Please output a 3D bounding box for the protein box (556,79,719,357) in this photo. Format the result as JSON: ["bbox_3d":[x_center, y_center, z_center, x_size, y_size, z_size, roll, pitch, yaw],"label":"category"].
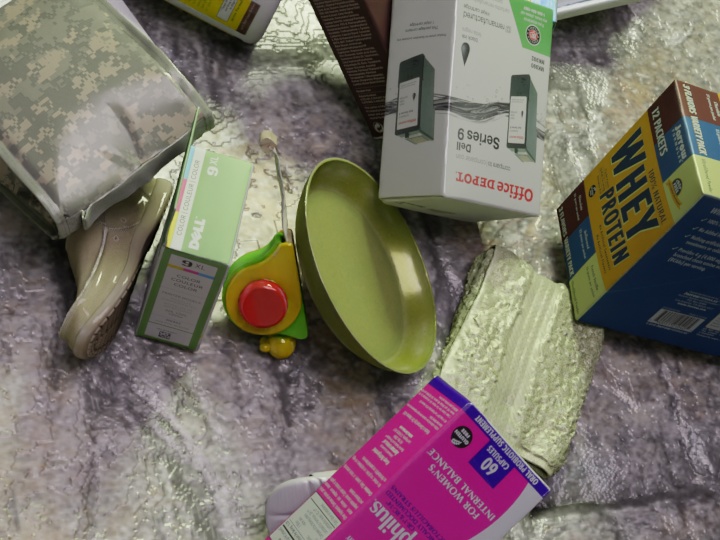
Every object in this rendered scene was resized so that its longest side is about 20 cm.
[{"bbox_3d":[0.322,-0.040,1.607,0.198,0.200,0.135,14,49,-24],"label":"protein box"}]

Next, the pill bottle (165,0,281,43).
[{"bbox_3d":[-0.161,-0.301,1.622,0.200,0.109,0.109,27,54,-8],"label":"pill bottle"}]

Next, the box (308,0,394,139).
[{"bbox_3d":[0.024,-0.234,1.628,0.100,0.075,0.200,-46,120,-36],"label":"box"}]

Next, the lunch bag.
[{"bbox_3d":[-0.238,-0.129,1.443,0.164,0.118,0.200,-38,65,-17],"label":"lunch bag"}]

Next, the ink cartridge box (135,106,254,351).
[{"bbox_3d":[-0.131,-0.030,1.417,0.059,0.200,0.104,15,56,-7],"label":"ink cartridge box"}]

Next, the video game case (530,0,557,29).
[{"bbox_3d":[0.104,-0.337,1.752,0.199,0.045,0.182,8,73,-5],"label":"video game case"}]

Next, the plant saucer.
[{"bbox_3d":[0.000,0.000,1.515,0.200,0.031,0.200,43,34,-39],"label":"plant saucer"}]

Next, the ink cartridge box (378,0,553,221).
[{"bbox_3d":[0.098,-0.152,1.594,0.146,0.084,0.201,8,84,-46],"label":"ink cartridge box"}]

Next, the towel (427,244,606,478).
[{"bbox_3d":[0.145,0.080,1.580,0.148,0.036,0.200,29,54,-7],"label":"towel"}]

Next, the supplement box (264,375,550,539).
[{"bbox_3d":[0.032,0.193,1.355,0.200,0.103,0.101,-44,106,-3],"label":"supplement box"}]

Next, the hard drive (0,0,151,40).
[{"bbox_3d":[-0.264,-0.212,1.574,0.132,0.026,0.200,-28,76,-34],"label":"hard drive"}]

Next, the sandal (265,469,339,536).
[{"bbox_3d":[0.020,0.200,1.436,0.206,0.059,0.079,-1,97,-14],"label":"sandal"}]

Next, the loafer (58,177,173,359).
[{"bbox_3d":[-0.215,-0.009,1.451,0.068,0.076,0.200,21,43,-3],"label":"loafer"}]

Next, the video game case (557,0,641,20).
[{"bbox_3d":[0.178,-0.342,1.798,0.200,0.023,0.182,-14,76,-12],"label":"video game case"}]

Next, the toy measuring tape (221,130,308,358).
[{"bbox_3d":[-0.089,-0.016,1.468,0.073,0.074,0.200,-23,116,-33],"label":"toy measuring tape"}]
